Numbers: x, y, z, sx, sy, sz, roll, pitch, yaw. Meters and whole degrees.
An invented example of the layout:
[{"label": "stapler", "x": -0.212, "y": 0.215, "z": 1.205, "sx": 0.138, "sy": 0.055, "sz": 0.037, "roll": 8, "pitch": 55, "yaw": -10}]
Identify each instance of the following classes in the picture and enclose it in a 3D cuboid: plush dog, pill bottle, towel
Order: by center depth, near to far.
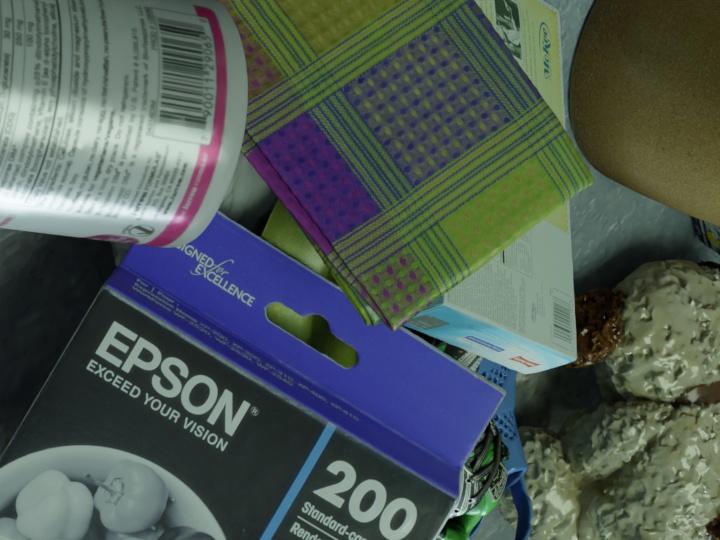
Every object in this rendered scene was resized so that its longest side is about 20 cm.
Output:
[{"label": "pill bottle", "x": -0.158, "y": -0.076, "z": 0.837, "sx": 0.198, "sy": 0.113, "sz": 0.114, "roll": 8, "pitch": 114, "yaw": -29}, {"label": "towel", "x": 0.003, "y": -0.085, "z": 0.942, "sx": 0.143, "sy": 0.201, "sz": 0.023, "roll": -35, "pitch": 171, "yaw": -19}, {"label": "plush dog", "x": 0.191, "y": 0.079, "z": 1.248, "sx": 0.198, "sy": 0.160, "sz": 0.174, "roll": -11, "pitch": 102, "yaw": -34}]

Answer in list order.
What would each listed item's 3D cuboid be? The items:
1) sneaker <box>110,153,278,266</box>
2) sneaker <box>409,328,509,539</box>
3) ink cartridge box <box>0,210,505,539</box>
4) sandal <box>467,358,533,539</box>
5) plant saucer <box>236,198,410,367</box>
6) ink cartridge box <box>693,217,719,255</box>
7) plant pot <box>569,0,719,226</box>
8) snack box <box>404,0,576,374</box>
[{"label": "sneaker", "x": -0.091, "y": -0.012, "z": 0.999, "sx": 0.086, "sy": 0.075, "sz": 0.202, "roll": -1, "pitch": 117, "yaw": -20}, {"label": "sneaker", "x": 0.051, "y": 0.082, "z": 1.093, "sx": 0.078, "sy": 0.085, "sz": 0.201, "roll": -51, "pitch": 164, "yaw": -31}, {"label": "ink cartridge box", "x": -0.059, "y": 0.094, "z": 0.936, "sx": 0.197, "sy": 0.043, "sz": 0.201, "roll": 31, "pitch": 89, "yaw": -6}, {"label": "sandal", "x": 0.072, "y": 0.095, "z": 1.186, "sx": 0.079, "sy": 0.087, "sz": 0.202, "roll": -19, "pitch": 127, "yaw": -27}, {"label": "plant saucer", "x": 0.000, "y": 0.000, "z": 1.039, "sx": 0.200, "sy": 0.031, "sz": 0.201, "roll": -49, "pitch": 153, "yaw": -36}, {"label": "ink cartridge box", "x": 0.307, "y": -0.018, "z": 1.218, "sx": 0.109, "sy": 0.200, "sz": 0.051, "roll": -36, "pitch": 136, "yaw": -13}, {"label": "plant pot", "x": 0.252, "y": -0.090, "z": 1.124, "sx": 0.185, "sy": 0.200, "sz": 0.188, "roll": -21, "pitch": 130, "yaw": -28}, {"label": "snack box", "x": 0.060, "y": -0.059, "z": 1.010, "sx": 0.116, "sy": 0.037, "sz": 0.202, "roll": 23, "pitch": 60, "yaw": -47}]
